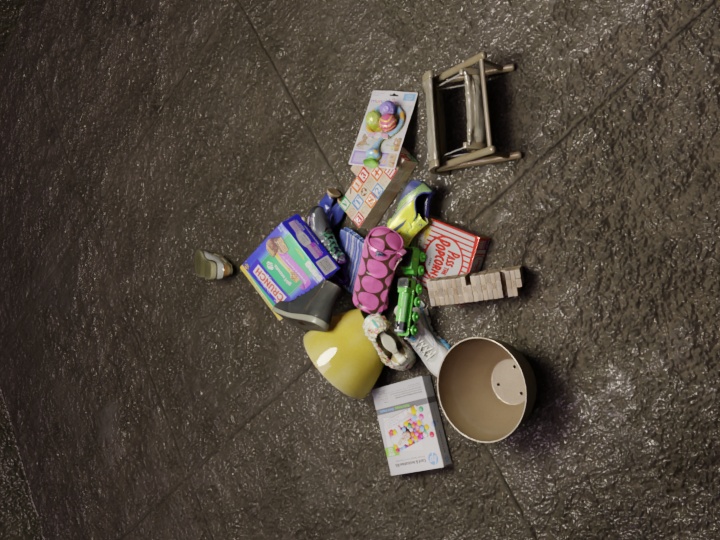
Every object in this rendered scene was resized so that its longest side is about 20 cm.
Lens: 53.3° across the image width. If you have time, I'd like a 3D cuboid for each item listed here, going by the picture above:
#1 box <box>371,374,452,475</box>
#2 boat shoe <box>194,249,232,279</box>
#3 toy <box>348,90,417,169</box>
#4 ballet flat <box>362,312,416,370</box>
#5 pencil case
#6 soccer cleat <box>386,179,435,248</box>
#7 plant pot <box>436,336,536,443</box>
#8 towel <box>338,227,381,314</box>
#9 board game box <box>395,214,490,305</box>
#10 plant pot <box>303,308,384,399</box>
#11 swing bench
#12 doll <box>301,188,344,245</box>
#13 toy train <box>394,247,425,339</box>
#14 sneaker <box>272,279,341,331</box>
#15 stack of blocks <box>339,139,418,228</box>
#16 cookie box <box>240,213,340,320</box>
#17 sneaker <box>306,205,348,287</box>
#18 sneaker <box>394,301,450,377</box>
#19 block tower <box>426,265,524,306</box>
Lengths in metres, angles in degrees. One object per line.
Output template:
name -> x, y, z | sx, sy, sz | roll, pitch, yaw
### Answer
box -> 0.114, 0.352, 1.628 | 0.155, 0.041, 0.202 | -22, 77, 39
boat shoe -> -0.426, -0.013, 2.068 | 0.200, 0.068, 0.076 | 30, 116, 58
toy -> 0.047, -0.328, 1.612 | 0.114, 0.047, 0.202 | 9, 73, 23
ballet flat -> 0.069, 0.171, 1.569 | 0.076, 0.200, 0.064 | -42, 38, 1
pencil case -> 0.039, 0.007, 1.553 | 0.093, 0.091, 0.201 | 26, 138, 14
soccer cleat -> 0.103, -0.097, 1.558 | 0.083, 0.064, 0.202 | 29, 109, 33
plant pot -> 0.271, 0.229, 1.431 | 0.199, 0.134, 0.203 | 1, 91, 40
towel -> 0.000, 0.000, 1.703 | 0.200, 0.024, 0.146 | 38, 124, 44
board game box -> 0.172, -0.032, 1.572 | 0.199, 0.046, 0.153 | 25, 106, 38
plant pot -> -0.011, 0.171, 1.649 | 0.142, 0.200, 0.201 | -46, 62, 15
swing bench -> 0.212, -0.316, 1.484 | 0.199, 0.129, 0.201 | -8, 86, 40
doll -> -0.096, -0.100, 1.798 | 0.136, 0.048, 0.201 | 43, 117, 22
toy train -> 0.103, 0.046, 1.539 | 0.041, 0.056, 0.202 | -2, 75, 40
sneaker -> -0.118, 0.075, 1.649 | 0.199, 0.075, 0.107 | 7, 65, 49
stack of blocks -> 0.033, -0.211, 1.682 | 0.115, 0.058, 0.201 | 50, 120, 29
cookie box -> -0.172, -0.005, 1.722 | 0.172, 0.075, 0.200 | 52, 128, 4
sneaker -> -0.068, -0.057, 1.721 | 0.087, 0.074, 0.202 | 6, 114, 40
sneaker -> 0.133, 0.155, 1.581 | 0.075, 0.086, 0.201 | -45, 64, 29
block tower -> 0.232, 0.033, 1.469 | 0.198, 0.058, 0.055 | -9, 96, 20
